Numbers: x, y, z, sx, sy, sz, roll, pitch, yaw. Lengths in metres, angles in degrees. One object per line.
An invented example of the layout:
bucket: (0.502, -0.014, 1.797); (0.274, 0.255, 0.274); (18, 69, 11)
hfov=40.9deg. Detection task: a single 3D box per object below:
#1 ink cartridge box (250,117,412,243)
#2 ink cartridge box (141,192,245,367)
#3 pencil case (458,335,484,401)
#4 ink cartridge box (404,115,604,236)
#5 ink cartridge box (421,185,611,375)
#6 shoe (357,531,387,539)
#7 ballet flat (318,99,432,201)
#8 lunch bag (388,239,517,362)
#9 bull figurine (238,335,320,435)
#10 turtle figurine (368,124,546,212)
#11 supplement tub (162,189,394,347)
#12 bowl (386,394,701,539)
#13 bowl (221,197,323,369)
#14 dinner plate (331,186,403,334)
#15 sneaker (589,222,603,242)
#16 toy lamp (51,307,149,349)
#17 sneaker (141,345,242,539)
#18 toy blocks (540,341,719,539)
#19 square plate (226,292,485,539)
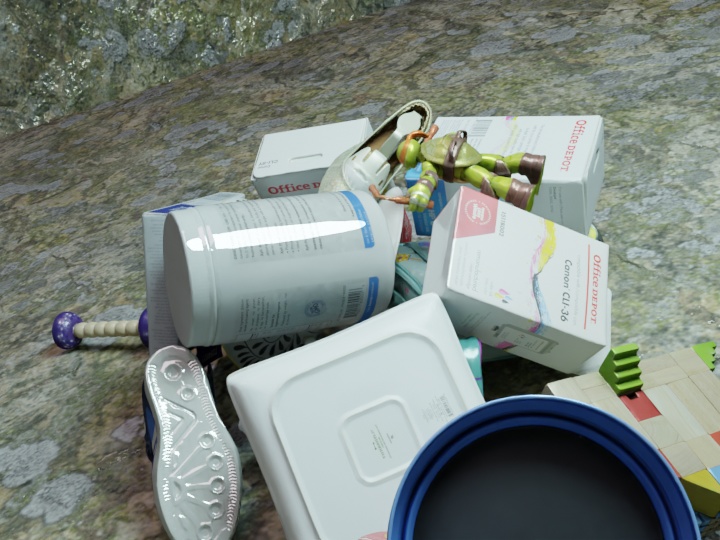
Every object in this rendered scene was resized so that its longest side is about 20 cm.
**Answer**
ink cartridge box: (-0.030, -0.084, 1.216); (0.144, 0.201, 0.084); (-7, 48, 18)
ink cartridge box: (-0.175, 0.024, 1.053); (0.040, 0.202, 0.200); (4, 12, 14)
pencil case: (0.014, 0.113, 0.852); (0.198, 0.093, 0.086); (-7, 50, -6)
ink cartridge box: (0.168, -0.107, 1.090); (0.198, 0.085, 0.145); (2, 37, 23)
ink cartridge box: (0.162, 0.016, 0.895); (0.198, 0.068, 0.117); (20, 56, -13)
shoe: (0.060, 0.208, 0.706); (0.199, 0.072, 0.091); (-35, 39, -26)
ballet flat: (0.018, -0.128, 1.076); (0.200, 0.067, 0.062); (-54, 4, -36)
lunch bag: (0.110, 0.025, 1.013); (0.159, 0.078, 0.200); (-3, 20, -20)
bull figurine: (-0.020, 0.121, 0.937); (0.198, 0.065, 0.122); (-8, 54, -1)
turtle figurine: (0.104, -0.111, 0.980); (0.160, 0.065, 0.200); (15, 29, 13)
supplement tub: (-0.079, -0.004, 0.923); (0.198, 0.133, 0.132); (-7, 20, -21)
bowl: (0.116, 0.183, 0.624); (0.199, 0.202, 0.039); (-16, -18, 0)
bowl: (-0.081, 0.010, 1.057); (0.093, 0.202, 0.201); (-11, 24, 24)
dinner plate: (0.000, 0.000, 1.071); (0.024, 0.202, 0.201); (19, 22, -11)
sneaker: (0.190, -0.022, 1.132); (0.199, 0.079, 0.090); (2, 40, 44)
toy lamp: (-0.310, 0.074, 1.252); (0.198, 0.059, 0.058); (-1, 28, 29)
sneaker: (-0.161, 0.181, 0.915); (0.080, 0.147, 0.202); (-12, 67, -14)
toy blocks: (0.223, 0.136, 0.711); (0.198, 0.100, 0.137); (-10, 47, -28)
square plate: (0.016, 0.137, 0.778); (0.197, 0.201, 0.028); (-21, -16, -10)
